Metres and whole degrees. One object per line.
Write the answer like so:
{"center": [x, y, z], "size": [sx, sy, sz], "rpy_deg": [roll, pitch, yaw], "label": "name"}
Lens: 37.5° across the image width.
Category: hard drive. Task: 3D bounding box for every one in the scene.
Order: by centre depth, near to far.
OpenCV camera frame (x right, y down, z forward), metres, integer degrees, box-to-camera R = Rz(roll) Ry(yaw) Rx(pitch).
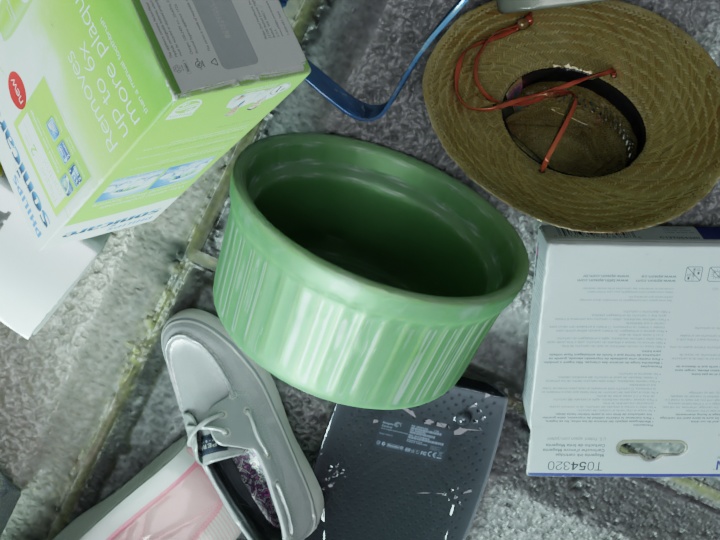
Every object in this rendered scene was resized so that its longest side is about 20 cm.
{"center": [0.028, 0.164, 0.845], "size": [0.135, 0.042, 0.200], "rpy_deg": [13, 112, -6], "label": "hard drive"}

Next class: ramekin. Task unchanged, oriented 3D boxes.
{"center": [0.000, 0.000, 0.697], "size": [0.200, 0.200, 0.098], "rpy_deg": [17, 119, -7], "label": "ramekin"}

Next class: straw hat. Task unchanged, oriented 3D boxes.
{"center": [0.139, -0.089, 0.710], "size": [0.201, 0.201, 0.085], "rpy_deg": [1, 151, -1], "label": "straw hat"}

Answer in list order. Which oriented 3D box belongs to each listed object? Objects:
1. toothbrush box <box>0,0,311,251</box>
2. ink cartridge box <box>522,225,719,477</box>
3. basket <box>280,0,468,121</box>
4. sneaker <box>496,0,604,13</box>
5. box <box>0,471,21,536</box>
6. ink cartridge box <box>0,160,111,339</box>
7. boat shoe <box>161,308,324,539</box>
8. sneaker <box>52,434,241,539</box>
{"center": [-0.135, -0.118, 0.574], "size": [0.200, 0.086, 0.146], "rpy_deg": [-31, 82, 52], "label": "toothbrush box"}
{"center": [0.226, 0.063, 0.805], "size": [0.196, 0.043, 0.200], "rpy_deg": [1, 115, -2], "label": "ink cartridge box"}
{"center": [-0.033, -0.194, 0.623], "size": [0.200, 0.139, 0.176], "rpy_deg": [39, 140, -4], "label": "basket"}
{"center": [0.180, -0.228, 0.664], "size": [0.200, 0.075, 0.106], "rpy_deg": [-9, 105, -2], "label": "sneaker"}
{"center": [-0.357, 0.207, 0.776], "size": [0.132, 0.200, 0.115], "rpy_deg": [-30, 111, 11], "label": "box"}
{"center": [-0.258, -0.069, 0.689], "size": [0.200, 0.148, 0.086], "rpy_deg": [37, 108, -16], "label": "ink cartridge box"}
{"center": [-0.098, 0.126, 0.798], "size": [0.072, 0.069, 0.200], "rpy_deg": [-18, 101, 24], "label": "boat shoe"}
{"center": [-0.177, 0.228, 0.853], "size": [0.200, 0.075, 0.105], "rpy_deg": [-38, 103, 10], "label": "sneaker"}
